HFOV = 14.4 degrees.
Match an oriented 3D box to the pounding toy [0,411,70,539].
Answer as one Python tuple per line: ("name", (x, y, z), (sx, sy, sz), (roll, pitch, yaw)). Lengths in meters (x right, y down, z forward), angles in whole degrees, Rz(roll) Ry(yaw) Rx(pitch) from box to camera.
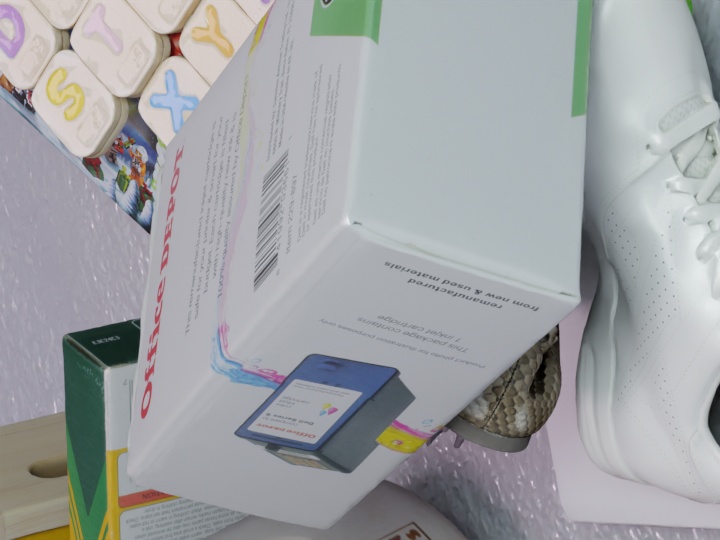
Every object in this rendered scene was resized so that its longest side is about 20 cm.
("pounding toy", (-0.151, 0.187, 1.448), (0.142, 0.199, 0.185), (29, 126, 54))

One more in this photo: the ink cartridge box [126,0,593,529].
("ink cartridge box", (-0.003, -0.020, 0.964), (0.200, 0.087, 0.146), (-45, 33, 52))

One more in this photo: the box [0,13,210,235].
("box", (-0.143, -0.129, 1.428), (0.200, 0.040, 0.137), (41, 137, 26))

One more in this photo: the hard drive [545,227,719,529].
("hard drive", (0.128, 0.031, 1.065), (0.200, 0.027, 0.133), (-6, 95, 61))

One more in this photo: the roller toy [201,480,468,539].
("roller toy", (-0.007, 0.190, 1.253), (0.200, 0.139, 0.183), (-3, 109, 59))

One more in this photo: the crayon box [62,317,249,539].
("crayon box", (-0.074, 0.117, 1.359), (0.052, 0.125, 0.201), (32, 127, 53))

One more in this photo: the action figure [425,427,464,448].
("action figure", (0.000, 0.000, 1.244), (0.200, 0.069, 0.131), (45, 133, 40))

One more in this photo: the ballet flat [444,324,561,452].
("ballet flat", (0.049, 0.005, 1.050), (0.200, 0.067, 0.047), (-85, 19, -69))

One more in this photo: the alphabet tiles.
("alphabet tiles", (-0.108, -0.154, 1.341), (0.196, 0.015, 0.200), (49, 120, 22))

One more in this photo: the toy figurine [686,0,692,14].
("toy figurine", (0.037, -0.154, 1.095), (0.200, 0.149, 0.185), (85, 177, -69))

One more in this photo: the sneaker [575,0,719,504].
("sneaker", (0.117, -0.013, 0.981), (0.088, 0.075, 0.201), (20, 126, 50))
